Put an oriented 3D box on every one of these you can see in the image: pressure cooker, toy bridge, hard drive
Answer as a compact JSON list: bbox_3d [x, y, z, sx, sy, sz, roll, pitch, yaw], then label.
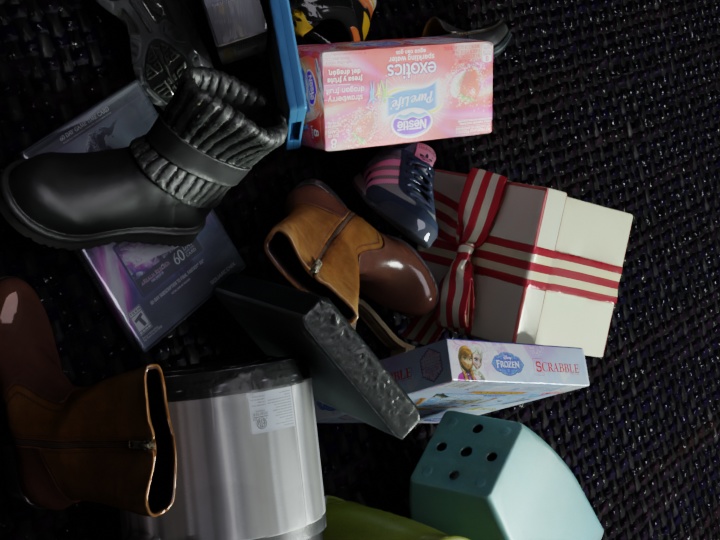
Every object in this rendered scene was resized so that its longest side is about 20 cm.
[{"bbox_3d":[-0.117,0.176,0.980,0.173,0.179,0.203,-7,90,-2],"label":"pressure cooker"},{"bbox_3d":[-0.017,0.058,1.202,0.199,0.027,0.068,20,68,-38],"label":"toy bridge"},{"bbox_3d":[-0.041,0.069,1.033,0.033,0.199,0.140,-45,113,-16],"label":"hard drive"}]

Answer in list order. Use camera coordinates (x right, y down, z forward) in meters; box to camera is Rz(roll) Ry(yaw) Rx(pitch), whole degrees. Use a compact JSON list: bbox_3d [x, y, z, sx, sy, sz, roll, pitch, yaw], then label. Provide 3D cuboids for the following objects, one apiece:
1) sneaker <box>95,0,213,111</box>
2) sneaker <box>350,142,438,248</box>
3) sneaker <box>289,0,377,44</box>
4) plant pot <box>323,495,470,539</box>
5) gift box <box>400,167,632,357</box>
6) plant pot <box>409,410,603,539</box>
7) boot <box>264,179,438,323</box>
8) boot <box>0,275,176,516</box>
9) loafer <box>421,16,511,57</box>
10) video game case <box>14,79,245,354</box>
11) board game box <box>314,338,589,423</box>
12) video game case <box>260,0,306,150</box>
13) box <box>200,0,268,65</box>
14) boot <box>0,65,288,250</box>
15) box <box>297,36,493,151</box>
[{"bbox_3d":[-0.172,-0.231,1.084,0.202,0.077,0.100,65,32,-23],"label":"sneaker"},{"bbox_3d":[0.045,-0.087,1.171,0.070,0.200,0.082,37,98,-24],"label":"sneaker"},{"bbox_3d":[-0.063,-0.285,1.195,0.199,0.069,0.091,32,59,-37],"label":"sneaker"},{"bbox_3d":[0.021,0.305,1.078,0.199,0.192,0.203,9,76,-42],"label":"plant pot"},{"bbox_3d":[0.149,-0.003,1.271,0.185,0.199,0.187,10,88,-45],"label":"gift box"},{"bbox_3d":[0.135,0.243,1.192,0.142,0.140,0.201,-57,138,-33],"label":"plant pot"},{"bbox_3d":[0.000,0.000,1.104,0.189,0.068,0.200,48,13,-12],"label":"boot"},{"bbox_3d":[-0.217,0.088,0.893,0.068,0.199,0.191,3,80,-42],"label":"boot"},{"bbox_3d":[0.099,-0.253,1.342,0.199,0.072,0.073,-35,101,-42],"label":"loafer"},{"bbox_3d":[-0.199,-0.049,1.061,0.143,0.019,0.201,-43,112,-39],"label":"video game case"},{"bbox_3d":[0.085,0.112,1.169,0.198,0.198,0.042,7,69,-42],"label":"board game box"},{"bbox_3d":[-0.070,-0.194,1.057,0.018,0.200,0.145,-10,88,-5],"label":"video game case"},{"bbox_3d":[-0.128,-0.272,1.057,0.048,0.200,0.160,-17,97,-3],"label":"box"},{"bbox_3d":[-0.175,-0.094,0.965,0.210,0.158,0.080,-3,58,-47],"label":"boot"},{"bbox_3d":[0.026,-0.180,1.193,0.198,0.102,0.096,-10,106,-29],"label":"box"}]
